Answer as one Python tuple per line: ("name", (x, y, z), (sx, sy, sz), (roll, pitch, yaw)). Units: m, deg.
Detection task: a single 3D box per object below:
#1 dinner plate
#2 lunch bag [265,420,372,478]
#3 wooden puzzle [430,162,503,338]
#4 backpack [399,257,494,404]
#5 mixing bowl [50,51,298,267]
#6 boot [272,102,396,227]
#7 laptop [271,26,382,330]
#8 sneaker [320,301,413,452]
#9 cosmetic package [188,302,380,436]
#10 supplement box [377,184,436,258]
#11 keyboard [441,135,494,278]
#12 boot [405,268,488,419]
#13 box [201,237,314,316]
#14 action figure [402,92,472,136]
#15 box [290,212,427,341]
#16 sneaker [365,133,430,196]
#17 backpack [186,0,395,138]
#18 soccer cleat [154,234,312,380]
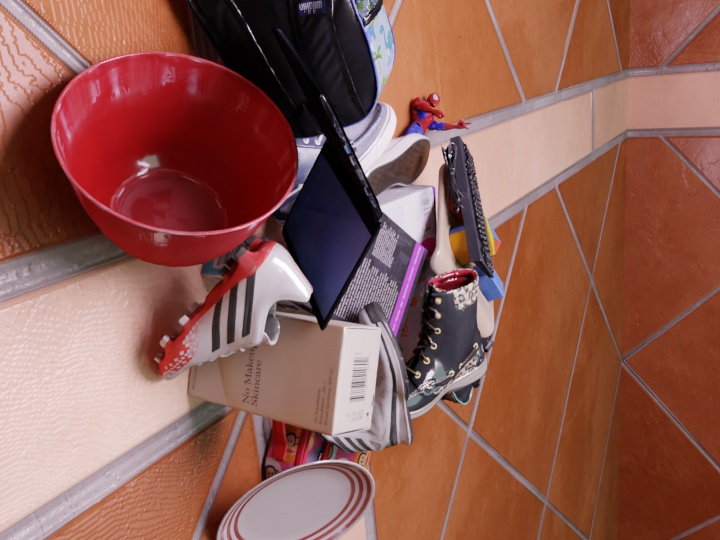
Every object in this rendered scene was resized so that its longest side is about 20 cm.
("dinner plate", (-0.076, 0.286, 0.793), (0.196, 0.024, 0.204), (-16, 133, -17))
("lunch bag", (-0.048, 0.192, 0.872), (0.175, 0.080, 0.205), (32, 69, -50))
("wooden puzzle", (0.166, -0.035, 0.979), (0.186, 0.045, 0.203), (51, 37, -36))
("backpack", (0.104, 0.080, 1.019), (0.178, 0.150, 0.202), (-59, 138, -33))
("mixing bowl", (-0.161, -0.081, 0.581), (0.201, 0.198, 0.109), (-51, 175, -40))
("boot", (-0.043, -0.146, 0.785), (0.201, 0.072, 0.091), (-49, 134, -10))
("laptop", (-0.056, -0.087, 0.615), (0.102, 0.178, 0.202), (-29, 130, 0))
("sneaker", (-0.006, 0.137, 0.759), (0.076, 0.113, 0.205), (-117, -166, -58))
("cosmetic package", (-0.082, 0.096, 0.689), (0.073, 0.196, 0.107), (10, 86, -57))
("supplement box", (0.019, -0.051, 0.913), (0.199, 0.101, 0.104), (-27, 118, -54))
("keyboard", (0.150, -0.100, 0.923), (0.126, 0.020, 0.205), (33, 44, -52))
("boot", (0.083, 0.096, 0.870), (0.200, 0.073, 0.157), (-21, 119, -28))
("box", (-0.086, 0.019, 0.777), (0.199, 0.081, 0.050), (35, 66, -54))
("action figure", (0.105, -0.208, 1.034), (0.066, 0.097, 0.203), (58, 46, -44))
("box", (0.000, 0.000, 0.779), (0.199, 0.035, 0.146), (36, 69, -49))
("sneaker", (0.027, -0.157, 0.918), (0.199, 0.083, 0.074), (-28, 138, -51))
("backpack", (-0.054, -0.256, 0.693), (0.202, 0.179, 0.149), (63, 32, -36))
("soccer cleat", (-0.125, 0.054, 0.637), (0.085, 0.200, 0.069), (41, 25, -8))
